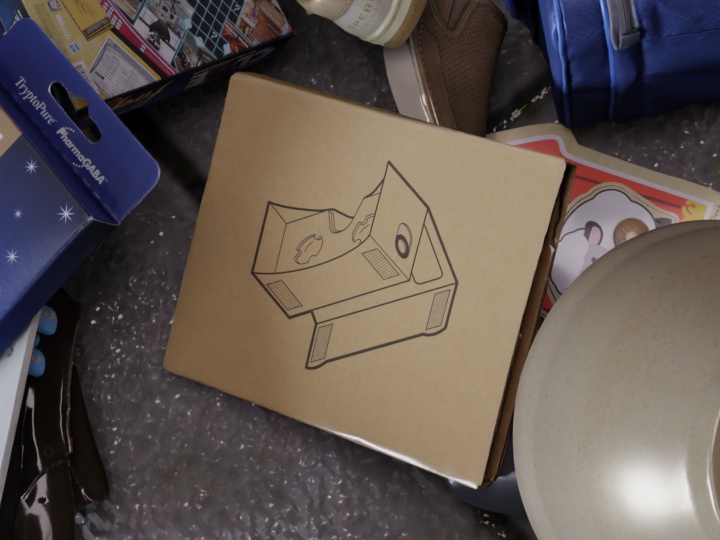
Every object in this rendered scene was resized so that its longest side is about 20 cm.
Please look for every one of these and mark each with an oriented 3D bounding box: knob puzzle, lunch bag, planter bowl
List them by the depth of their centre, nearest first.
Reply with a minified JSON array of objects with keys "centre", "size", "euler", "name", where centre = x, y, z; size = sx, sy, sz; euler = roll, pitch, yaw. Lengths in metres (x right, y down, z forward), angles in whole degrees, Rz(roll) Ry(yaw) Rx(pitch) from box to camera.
[{"centre":[0.184,0.079,0.981],"size":[0.199,0.135,0.202],"euler":[-1,92,-15],"name":"planter bowl"},{"centre":[0.132,-0.154,1.092],"size":[0.132,0.200,0.137],"euler":[-14,75,5],"name":"lunch bag"},{"centre":[0.072,0.012,1.142],"size":[0.218,0.030,0.221],"euler":[-2,75,7],"name":"knob puzzle"}]

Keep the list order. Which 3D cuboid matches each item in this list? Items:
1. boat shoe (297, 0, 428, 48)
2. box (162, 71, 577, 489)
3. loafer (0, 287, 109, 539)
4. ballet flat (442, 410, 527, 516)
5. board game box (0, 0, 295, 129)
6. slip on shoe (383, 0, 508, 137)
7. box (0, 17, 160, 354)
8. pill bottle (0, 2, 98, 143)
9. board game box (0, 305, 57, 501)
[{"centre":[-0.025,-0.184,1.144],"size":[0.072,0.065,0.200],"euler":[-63,32,26],"name":"boat shoe"},{"centre":[0.000,0.000,1.101],"size":[0.199,0.021,0.164],"euler":[18,98,31],"name":"box"},{"centre":[-0.166,0.103,1.134],"size":[0.071,0.073,0.201],"euler":[15,70,-26],"name":"loafer"},{"centre":[0.139,0.081,1.077],"size":[0.199,0.073,0.074],"euler":[-3,74,-5],"name":"ballet flat"},{"centre":[-0.138,-0.183,1.141],"size":[0.135,0.035,0.201],"euler":[-22,80,-29],"name":"board game box"},{"centre":[0.048,-0.121,1.152],"size":[0.060,0.076,0.201],"euler":[-17,59,12],"name":"slip on shoe"},{"centre":[-0.200,-0.018,1.072],"size":[0.200,0.032,0.121],"euler":[-46,69,11],"name":"box"},{"centre":[-0.207,-0.117,1.170],"size":[0.110,0.111,0.201],"euler":[-16,74,2],"name":"pill bottle"},{"centre":[-0.248,0.109,1.114],"size":[0.199,0.026,0.201],"euler":[0,73,35],"name":"board game box"}]
